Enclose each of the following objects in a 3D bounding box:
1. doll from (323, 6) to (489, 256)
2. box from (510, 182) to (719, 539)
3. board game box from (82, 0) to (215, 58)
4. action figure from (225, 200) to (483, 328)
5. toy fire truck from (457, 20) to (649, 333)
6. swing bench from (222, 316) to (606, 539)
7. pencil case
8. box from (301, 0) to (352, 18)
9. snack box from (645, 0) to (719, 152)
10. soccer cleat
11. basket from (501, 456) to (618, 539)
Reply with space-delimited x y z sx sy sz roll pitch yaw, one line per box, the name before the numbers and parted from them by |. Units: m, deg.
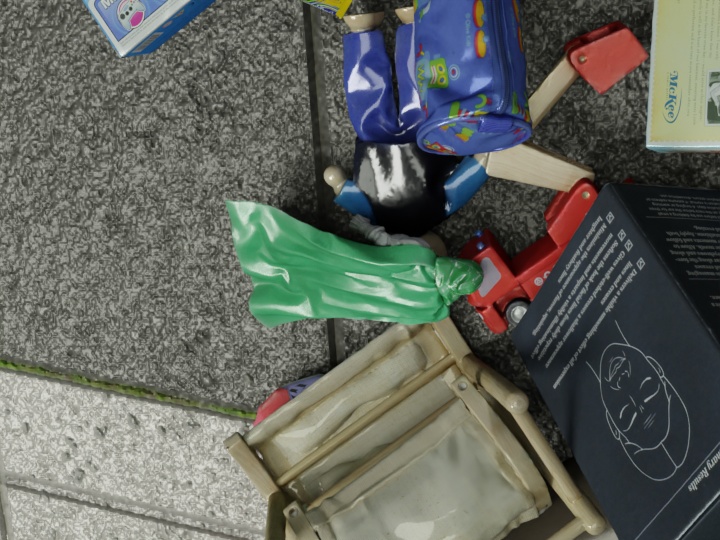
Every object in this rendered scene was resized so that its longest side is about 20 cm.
doll | 0.038 -0.089 0.819 0.134 0.048 0.203 -5 102 9
box | 0.206 0.066 0.711 0.106 0.202 0.149 1 136 -28
board game box | -0.149 -0.296 0.813 0.199 0.056 0.197 -33 94 19
action figure | 0.000 0.000 0.816 0.198 0.055 0.119 7 132 32
toy fire truck | 0.136 -0.063 0.787 0.199 0.049 0.142 -35 103 14
swing bench | 0.028 0.147 0.783 0.198 0.200 0.131 -35 112 -2
pencil case | 0.072 -0.180 0.742 0.077 0.087 0.204 -1 85 -17
box | -0.005 -0.279 0.733 0.069 0.064 0.203 21 86 -10
snack box | 0.247 -0.177 0.708 0.115 0.037 0.204 5 93 38
soccer cleat | -0.013 0.180 0.893 0.076 0.067 0.202 -31 92 14
basket | 0.159 0.215 0.822 0.199 0.136 0.180 -40 109 15
